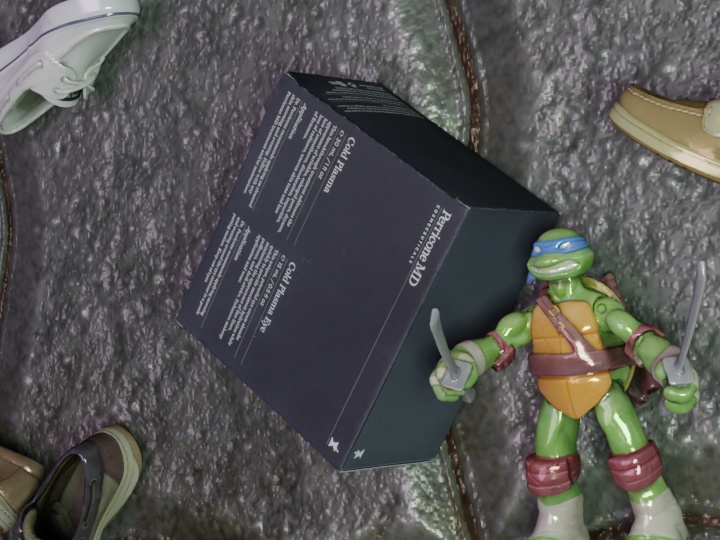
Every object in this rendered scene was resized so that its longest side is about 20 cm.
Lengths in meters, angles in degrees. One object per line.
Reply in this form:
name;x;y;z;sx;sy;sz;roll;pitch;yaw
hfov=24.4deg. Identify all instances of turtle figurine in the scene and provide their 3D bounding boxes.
turtle figurine;0.119;0.082;0.965;0.200;0.144;0.194;-130;26;-77

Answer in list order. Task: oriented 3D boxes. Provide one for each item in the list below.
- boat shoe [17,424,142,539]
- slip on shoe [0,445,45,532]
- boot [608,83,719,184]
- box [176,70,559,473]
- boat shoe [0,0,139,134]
boat shoe;-0.243;0.209;1.338;0.072;0.065;0.200;46;118;29
slip on shoe;-0.343;0.159;1.431;0.200;0.076;0.061;19;62;47
boot;0.244;-0.116;0.924;0.200;0.073;0.156;25;106;36
box;0.000;0.000;1.110;0.182;0.104;0.200;40;114;34
boat shoe;-0.238;-0.165;1.343;0.200;0.073;0.066;-23;79;48
